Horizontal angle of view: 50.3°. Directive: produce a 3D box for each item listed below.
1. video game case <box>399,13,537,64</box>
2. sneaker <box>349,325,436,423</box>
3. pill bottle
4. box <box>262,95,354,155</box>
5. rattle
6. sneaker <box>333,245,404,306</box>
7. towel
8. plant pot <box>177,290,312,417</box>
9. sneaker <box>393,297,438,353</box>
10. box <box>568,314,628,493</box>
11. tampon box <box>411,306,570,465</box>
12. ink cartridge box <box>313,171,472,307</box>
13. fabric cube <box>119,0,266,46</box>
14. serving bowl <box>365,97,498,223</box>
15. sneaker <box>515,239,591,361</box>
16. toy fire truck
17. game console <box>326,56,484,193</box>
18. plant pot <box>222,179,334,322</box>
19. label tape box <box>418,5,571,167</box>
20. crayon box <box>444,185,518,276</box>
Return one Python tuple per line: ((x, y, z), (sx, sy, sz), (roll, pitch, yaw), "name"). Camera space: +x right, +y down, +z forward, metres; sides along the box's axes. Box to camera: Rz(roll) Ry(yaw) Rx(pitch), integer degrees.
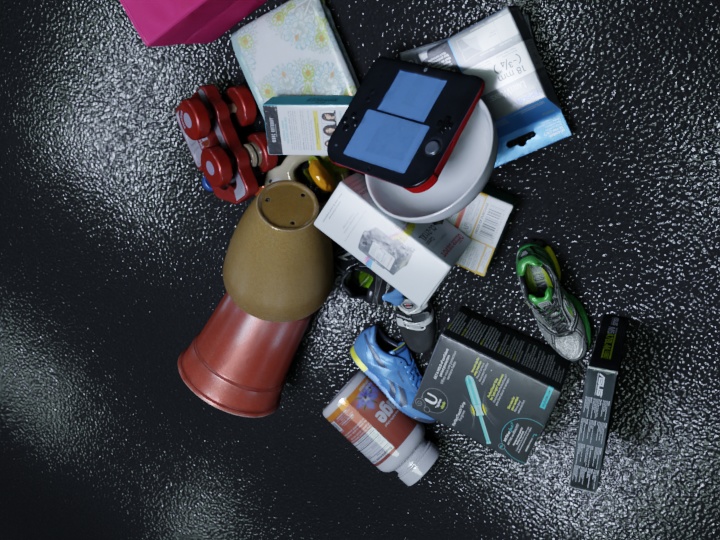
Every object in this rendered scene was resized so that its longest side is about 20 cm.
((0.168, -0.280, 1.141), (0.200, 0.019, 0.143), (-10, 105, 26), "video game case")
((0.072, 0.178, 1.323), (0.200, 0.066, 0.078), (45, 122, 3), "sneaker")
((0.040, 0.278, 1.349), (0.200, 0.112, 0.112), (43, 119, 2), "pill bottle")
((-0.047, -0.224, 1.186), (0.200, 0.049, 0.082), (3, 119, 14), "box")
((-0.121, -0.127, 1.254), (0.200, 0.143, 0.130), (-5, 122, 18), "rattle")
((0.000, 0.000, 1.240), (0.200, 0.083, 0.071), (42, 128, 56), "sneaker")
((-0.099, -0.319, 1.223), (0.171, 0.048, 0.200), (-19, 101, 24), "towel")
((-0.190, 0.117, 1.351), (0.201, 0.201, 0.195), (32, 109, 9), "plant pot")
((0.081, 0.054, 1.264), (0.074, 0.089, 0.200), (0, 110, 21), "sneaker")
((0.355, 0.192, 1.139), (0.047, 0.193, 0.200), (10, 112, 18), "box")
((0.210, 0.180, 1.233), (0.200, 0.126, 0.150), (26, 116, 13), "tampon box")
((0.053, -0.056, 1.141), (0.200, 0.146, 0.083), (38, 117, 5), "ink cartridge box")
((-0.245, -0.474, 1.140), (0.199, 0.200, 0.196), (-27, 96, 26), "fabric cube")
((0.106, -0.154, 1.066), (0.200, 0.066, 0.200), (-13, 66, 32), "serving bowl")
((0.288, 0.056, 1.178), (0.078, 0.085, 0.200), (-26, 98, 28), "sneaker")
((-0.237, -0.205, 1.282), (0.168, 0.112, 0.200), (-20, 94, 58), "toy fire truck")
((0.055, -0.206, 1.061), (0.200, 0.031, 0.177), (26, 89, 39), "game console")
((-0.122, -0.047, 1.203), (0.186, 0.186, 0.200), (31, 149, 9), "plant pot")
((0.194, -0.252, 1.095), (0.144, 0.063, 0.200), (-22, 99, 28), "label tape box")
((0.130, -0.091, 1.208), (0.200, 0.052, 0.126), (24, 117, 12), "crayon box")
